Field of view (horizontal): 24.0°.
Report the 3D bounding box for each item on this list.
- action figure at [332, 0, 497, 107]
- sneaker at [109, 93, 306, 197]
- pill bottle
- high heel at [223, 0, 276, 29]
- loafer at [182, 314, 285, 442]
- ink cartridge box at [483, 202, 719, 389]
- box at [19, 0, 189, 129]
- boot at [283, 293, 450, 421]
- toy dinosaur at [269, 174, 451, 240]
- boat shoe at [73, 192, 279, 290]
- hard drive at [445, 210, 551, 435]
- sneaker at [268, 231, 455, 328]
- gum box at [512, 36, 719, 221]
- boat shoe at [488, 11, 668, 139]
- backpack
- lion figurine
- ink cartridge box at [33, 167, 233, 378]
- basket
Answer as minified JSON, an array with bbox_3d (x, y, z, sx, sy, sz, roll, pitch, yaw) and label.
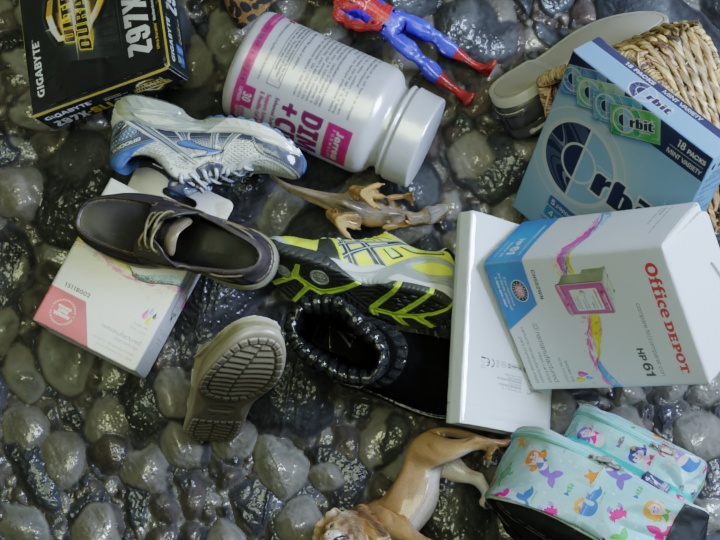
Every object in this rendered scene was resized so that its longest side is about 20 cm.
[{"bbox_3d":[0.042,-0.247,1.679,0.200,0.099,0.065,33,79,2],"label":"action figure"},{"bbox_3d":[-0.153,-0.106,1.662,0.200,0.077,0.085,12,72,6],"label":"sneaker"},{"bbox_3d":[-0.025,-0.166,1.668,0.200,0.113,0.114,25,81,7],"label":"pill bottle"},{"bbox_3d":[-0.039,-0.305,1.737,0.200,0.071,0.143,10,103,-9],"label":"high heel"},{"bbox_3d":[-0.125,0.092,1.590,0.076,0.200,0.068,7,56,-21],"label":"loafer"},{"bbox_3d":[0.233,0.027,1.554,0.085,0.200,0.145,-42,116,-43],"label":"ink cartridge box"},{"bbox_3d":[-0.262,-0.260,1.695,0.159,0.049,0.200,-16,70,18],"label":"box"},{"bbox_3d":[0.034,0.085,1.592,0.211,0.158,0.080,11,79,5],"label":"boot"},{"bbox_3d":[-0.013,-0.062,1.667,0.200,0.106,0.061,15,91,-1],"label":"toy dinosaur"},{"bbox_3d":[-0.175,-0.036,1.600,0.200,0.073,0.075,11,80,3],"label":"boat shoe"},{"bbox_3d":[0.137,0.054,1.619,0.027,0.132,0.200,-7,74,45],"label":"hard drive"},{"bbox_3d":[0.000,0.000,1.666,0.200,0.075,0.076,15,49,8],"label":"sneaker"},{"bbox_3d":[0.241,-0.088,1.579,0.045,0.200,0.170,-28,60,-38],"label":"gum box"},{"bbox_3d":[0.224,-0.197,1.703,0.200,0.073,0.063,-28,122,-9],"label":"boat shoe"},{"bbox_3d":[0.219,0.211,1.552,0.200,0.178,0.151,18,76,16],"label":"backpack"},{"bbox_3d":[0.051,0.214,1.613,0.122,0.073,0.200,27,69,35],"label":"lion figurine"},{"bbox_3d":[-0.220,-0.010,1.668,0.116,0.068,0.200,26,80,7],"label":"ink cartridge box"},{"bbox_3d":[0.277,-0.120,1.604,0.149,0.143,0.200,-22,99,-5],"label":"basket"}]
